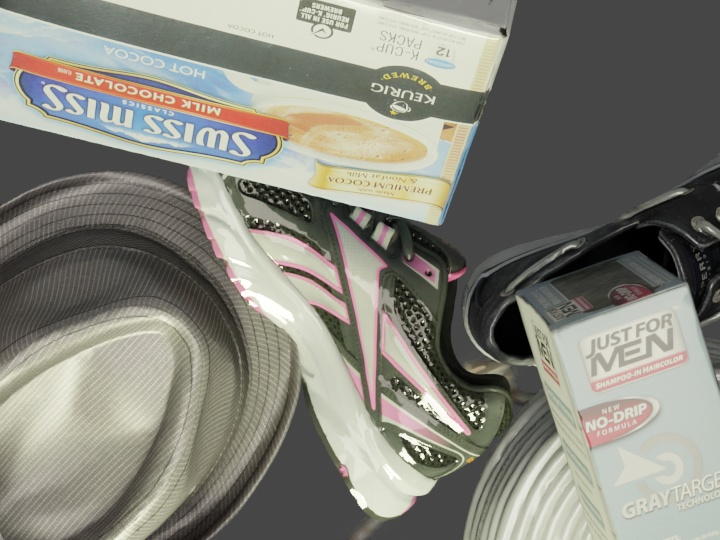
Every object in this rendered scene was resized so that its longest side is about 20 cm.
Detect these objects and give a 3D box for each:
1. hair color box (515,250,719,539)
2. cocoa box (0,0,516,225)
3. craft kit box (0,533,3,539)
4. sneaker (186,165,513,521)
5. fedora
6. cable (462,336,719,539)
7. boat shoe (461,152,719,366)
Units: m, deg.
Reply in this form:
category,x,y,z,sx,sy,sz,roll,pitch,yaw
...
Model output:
category,x,y,z,sx,sy,sz,roll,pitch,yaw
hair color box,0.127,0.100,0.934,0.060,0.099,0.201,-19,99,-2
cocoa box,-0.040,-0.125,0.902,0.199,0.131,0.134,14,55,-3
craft kit box,-0.241,0.135,0.936,0.197,0.048,0.201,-27,81,23
sneaker,0.000,0.000,0.972,0.086,0.080,0.200,-29,95,11
fedora,-0.119,0.059,0.974,0.200,0.090,0.177,-40,101,1
cable,0.144,0.133,1.025,0.199,0.069,0.200,-27,101,-1
boat shoe,0.143,-0.006,1.003,0.199,0.068,0.072,-17,100,-3
